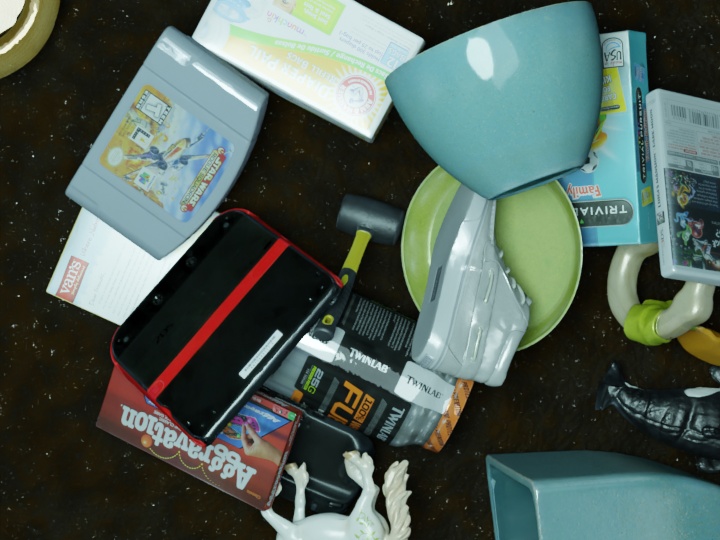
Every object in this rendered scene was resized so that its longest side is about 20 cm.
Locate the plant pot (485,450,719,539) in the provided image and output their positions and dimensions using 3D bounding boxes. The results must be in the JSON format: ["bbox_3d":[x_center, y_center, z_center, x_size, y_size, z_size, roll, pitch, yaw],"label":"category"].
[{"bbox_3d":[0.247,0.270,1.517,0.199,0.196,0.198,-8,92,-8],"label":"plant pot"}]

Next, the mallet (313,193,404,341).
[{"bbox_3d":[0.000,0.000,1.514,0.065,0.201,0.041,12,131,-1],"label":"mallet"}]

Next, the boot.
[{"bbox_3d":[0.118,0.009,1.499,0.095,0.074,0.201,20,76,-14],"label":"boot"}]

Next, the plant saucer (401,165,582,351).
[{"bbox_3d":[0.131,-0.020,1.541,0.199,0.031,0.201,2,94,34],"label":"plant saucer"}]

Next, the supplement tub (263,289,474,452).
[{"bbox_3d":[0.005,0.092,1.539,0.199,0.123,0.123,25,92,-1],"label":"supplement tub"}]

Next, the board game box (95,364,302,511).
[{"bbox_3d":[-0.158,0.144,1.530,0.199,0.019,0.103,23,103,20],"label":"board game box"}]

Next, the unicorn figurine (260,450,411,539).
[{"bbox_3d":[-0.041,0.251,1.529,0.199,0.074,0.138,-15,85,32],"label":"unicorn figurine"}]

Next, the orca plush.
[{"bbox_3d":[0.337,0.140,1.566,0.199,0.071,0.106,28,92,-1],"label":"orca plush"}]

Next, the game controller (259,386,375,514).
[{"bbox_3d":[-0.086,0.169,1.575,0.199,0.042,0.105,25,107,-1],"label":"game controller"}]

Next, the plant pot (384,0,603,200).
[{"bbox_3d":[0.137,-0.142,1.431,0.199,0.200,0.135,-19,86,1],"label":"plant pot"}]

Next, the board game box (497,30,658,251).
[{"bbox_3d":[0.204,-0.123,1.532,0.150,0.047,0.201,-3,92,33],"label":"board game box"}]

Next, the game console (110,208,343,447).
[{"bbox_3d":[-0.130,0.048,1.486,0.200,0.031,0.177,-49,53,-5],"label":"game console"}]

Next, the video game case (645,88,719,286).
[{"bbox_3d":[0.361,-0.070,1.511,0.199,0.023,0.183,8,70,-29],"label":"video game case"}]

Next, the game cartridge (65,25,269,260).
[{"bbox_3d":[-0.179,-0.114,1.505,0.133,0.042,0.200,36,110,3],"label":"game cartridge"}]

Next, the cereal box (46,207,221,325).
[{"bbox_3d":[-0.193,-0.004,1.576,0.199,0.040,0.144,25,93,-1],"label":"cereal box"}]

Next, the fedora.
[{"bbox_3d":[-0.390,-0.277,1.545,0.199,0.082,0.202,0,94,-5],"label":"fedora"}]

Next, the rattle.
[{"bbox_3d":[0.322,-0.019,1.569,0.142,0.130,0.201,7,58,-22],"label":"rattle"}]

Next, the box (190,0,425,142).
[{"bbox_3d":[-0.049,-0.218,1.537,0.199,0.101,0.113,28,92,-1],"label":"box"}]
